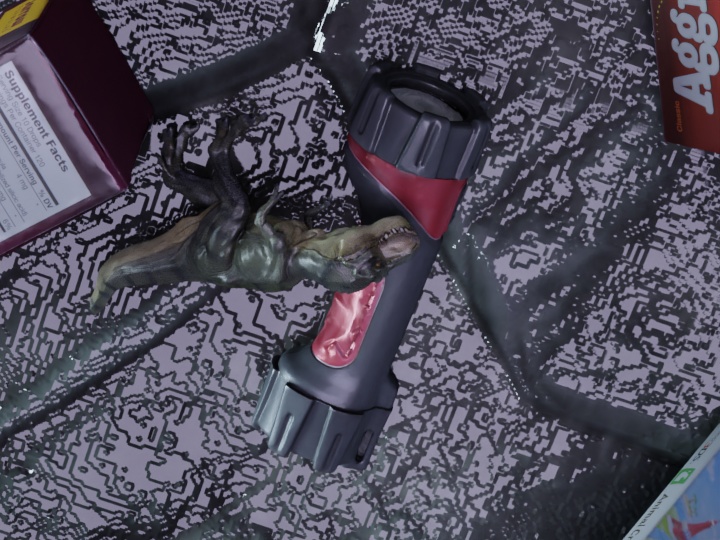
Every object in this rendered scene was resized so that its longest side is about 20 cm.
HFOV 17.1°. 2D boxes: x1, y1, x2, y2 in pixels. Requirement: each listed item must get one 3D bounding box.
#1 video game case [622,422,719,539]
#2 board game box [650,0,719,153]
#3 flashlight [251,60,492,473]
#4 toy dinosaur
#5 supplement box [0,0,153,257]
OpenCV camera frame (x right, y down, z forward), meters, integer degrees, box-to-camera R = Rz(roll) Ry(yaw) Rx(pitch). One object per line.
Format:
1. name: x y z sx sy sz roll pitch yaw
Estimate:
1. video game case: 0.193 0.200 1.187 0.200 0.182 0.022 54 150 -16
2. board game box: 0.168 -0.146 1.072 0.019 0.103 0.201 -24 115 -33
3. flashlight: 0.000 0.000 1.161 0.068 0.068 0.201 -1 124 -41
4. toy dinosaur: -0.067 -0.027 1.136 0.199 0.047 0.089 -5 95 38
5. supplement box: -0.206 -0.046 1.127 0.199 0.110 0.086 -27 108 13
